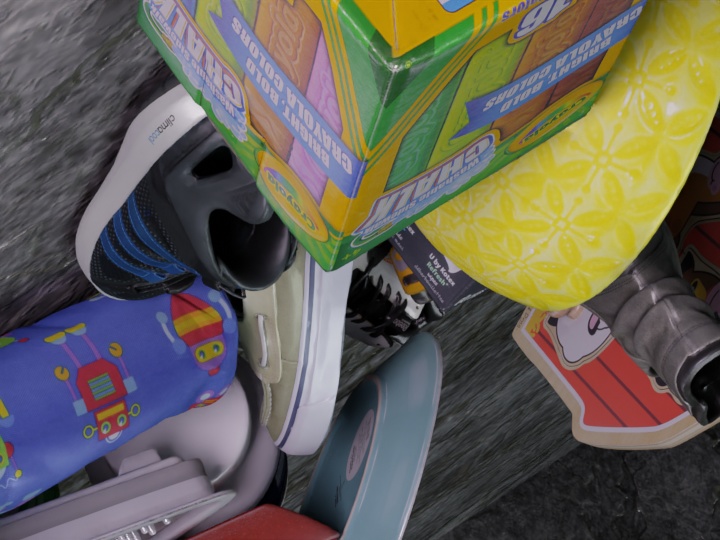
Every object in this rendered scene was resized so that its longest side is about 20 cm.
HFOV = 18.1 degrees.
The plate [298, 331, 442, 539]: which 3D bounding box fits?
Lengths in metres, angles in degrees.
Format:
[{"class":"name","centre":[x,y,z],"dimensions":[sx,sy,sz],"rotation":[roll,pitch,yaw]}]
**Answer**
[{"class":"plate","centre":[-0.006,0.125,1.245],"dimensions":[0.200,0.025,0.201],"rotation":[-159,-90,-80]}]

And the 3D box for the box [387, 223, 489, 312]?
[{"class":"box","centre":[0.097,-0.088,1.117],"dimensions":[0.122,0.106,0.200],"rotation":[-26,164,-46]}]

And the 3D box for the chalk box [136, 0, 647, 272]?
[{"class":"chalk box","centre":[0.009,-0.093,0.761],"dimensions":[0.124,0.124,0.200],"rotation":[-33,165,-19]}]

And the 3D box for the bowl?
[{"class":"bowl","centre":[0.056,-0.092,0.912],"dimensions":[0.107,0.201,0.200],"rotation":[16,142,-20]}]

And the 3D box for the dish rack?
[{"class":"dish rack","centre":[-0.174,0.145,1.109],"dimensions":[0.199,0.044,0.171],"rotation":[-16,164,-44]}]

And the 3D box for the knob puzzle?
[{"class":"knob puzzle","centre":[0.154,0.002,1.159],"dimensions":[0.030,0.221,0.220],"rotation":[20,132,-30]}]

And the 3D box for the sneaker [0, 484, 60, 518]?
[{"class":"sneaker","centre":[-0.239,0.160,1.176],"dimensions":[0.199,0.074,0.084],"rotation":[-33,172,-20]}]

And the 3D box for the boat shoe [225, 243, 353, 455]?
[{"class":"boat shoe","centre":[-0.038,0.015,1.136],"dimensions":[0.062,0.072,0.201],"rotation":[4,134,-3]}]

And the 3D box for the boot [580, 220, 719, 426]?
[{"class":"boot","centre":[0.131,0.020,1.052],"dimensions":[0.068,0.131,0.200],"rotation":[-36,166,4]}]

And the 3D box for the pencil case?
[{"class":"pencil case","centre":[-0.145,0.059,1.050],"dimensions":[0.087,0.079,0.200],"rotation":[-4,-163,44]}]

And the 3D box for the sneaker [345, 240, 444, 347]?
[{"class":"sneaker","centre":[0.000,0.000,1.254],"dimensions":[0.074,0.080,0.200],"rotation":[-37,167,15]}]

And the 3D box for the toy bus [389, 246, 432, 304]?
[{"class":"toy bus","centre":[0.071,-0.032,1.298],"dimensions":[0.065,0.079,0.200],"rotation":[-19,177,20]}]

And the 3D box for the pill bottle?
[{"class":"pill bottle","centre":[-0.098,0.100,1.270],"dimensions":[0.111,0.111,0.200],"rotation":[-35,168,-8]}]

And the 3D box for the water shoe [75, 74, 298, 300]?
[{"class":"water shoe","centre":[-0.070,-0.016,0.968],"dimensions":[0.071,0.079,0.200],"rotation":[-32,168,-23]}]

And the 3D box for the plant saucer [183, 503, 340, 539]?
[{"class":"plant saucer","centre":[-0.128,0.189,1.216],"dimensions":[0.199,0.037,0.200],"rotation":[-22,167,-25]}]
